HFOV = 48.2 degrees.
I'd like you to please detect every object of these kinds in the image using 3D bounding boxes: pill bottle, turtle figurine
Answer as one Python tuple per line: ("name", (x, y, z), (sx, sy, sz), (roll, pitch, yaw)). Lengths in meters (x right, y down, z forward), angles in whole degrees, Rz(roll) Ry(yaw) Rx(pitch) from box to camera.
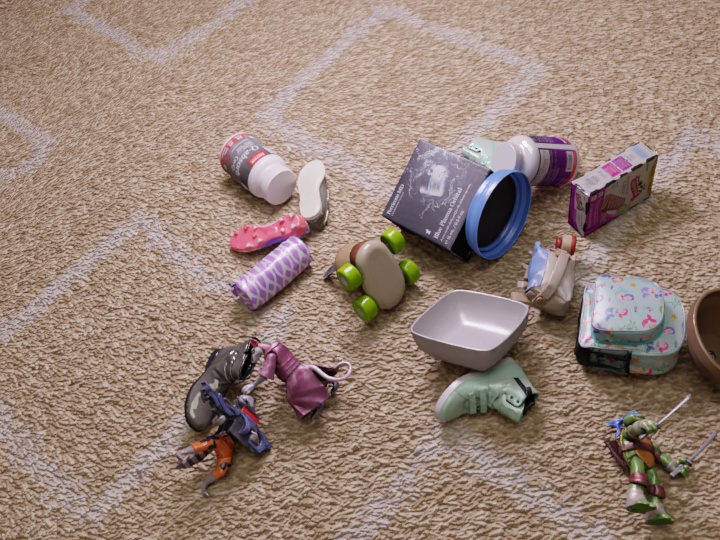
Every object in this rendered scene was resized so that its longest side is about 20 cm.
("pill bottle", (0.398, -0.250, 1.836), (0.198, 0.113, 0.113), (-3, 42, -34))
("turtle figurine", (0.520, 0.323, 1.380), (0.197, 0.145, 0.196), (1, 55, 17))
("pill bottle", (-0.256, -0.254, 2.019), (0.116, 0.117, 0.199), (-39, 54, -20))

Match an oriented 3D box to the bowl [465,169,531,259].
("bowl", (0.298, -0.124, 1.747), (0.039, 0.202, 0.201), (27, 61, 36))

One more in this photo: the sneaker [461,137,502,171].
("sneaker", (0.285, -0.240, 1.914), (0.117, 0.074, 0.201), (18, 49, 17))

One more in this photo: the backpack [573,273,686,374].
("backpack", (0.526, 0.105, 1.558), (0.197, 0.152, 0.179), (10, 52, 13))

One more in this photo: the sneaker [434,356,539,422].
("sneaker", (0.244, 0.252, 1.533), (0.199, 0.074, 0.118), (-27, 45, -14))

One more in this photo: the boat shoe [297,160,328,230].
("boat shoe", (-0.112, -0.186, 1.972), (0.071, 0.061, 0.204), (-14, 48, 14))

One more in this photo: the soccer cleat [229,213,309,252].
("soccer cleat", (-0.216, -0.082, 1.914), (0.198, 0.076, 0.068), (-18, 65, 19))

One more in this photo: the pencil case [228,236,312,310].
("pencil case", (-0.201, 0.006, 1.826), (0.199, 0.085, 0.085), (-38, 25, -20))

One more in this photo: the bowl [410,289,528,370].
("bowl", (0.223, 0.124, 1.605), (0.198, 0.076, 0.199), (11, 33, 36))

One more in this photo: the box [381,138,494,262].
("box", (0.186, -0.156, 1.798), (0.199, 0.117, 0.199), (29, 92, 32))

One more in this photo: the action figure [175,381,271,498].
("action figure", (-0.279, 0.305, 1.557), (0.104, 0.201, 0.194), (-5, 34, 52))

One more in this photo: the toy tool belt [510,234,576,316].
("toy tool belt", (0.384, -0.003, 1.685), (0.121, 0.126, 0.202), (10, 53, 8))

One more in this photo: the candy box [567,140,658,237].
("candy box", (0.557, -0.179, 1.781), (0.199, 0.137, 0.061), (-31, 53, -13))

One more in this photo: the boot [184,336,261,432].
("boot", (-0.277, 0.224, 1.631), (0.130, 0.068, 0.202), (-21, 38, 41))

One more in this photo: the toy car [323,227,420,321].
("toy car", (0.000, 0.000, 1.780), (0.164, 0.159, 0.199), (-38, 25, -24))

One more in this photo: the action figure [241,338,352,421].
("action figure", (-0.140, 0.198, 1.591), (0.200, 0.149, 0.134), (43, 28, -3))

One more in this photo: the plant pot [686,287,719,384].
("plant pot", (0.682, 0.141, 1.503), (0.198, 0.093, 0.203), (9, 60, -15))
